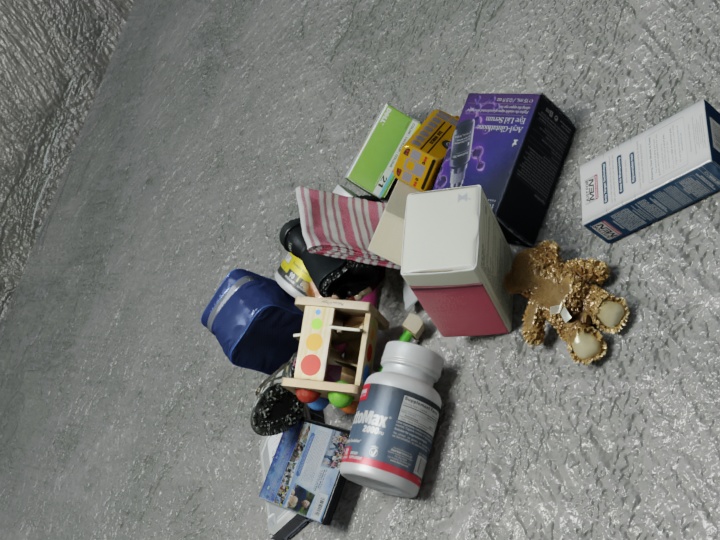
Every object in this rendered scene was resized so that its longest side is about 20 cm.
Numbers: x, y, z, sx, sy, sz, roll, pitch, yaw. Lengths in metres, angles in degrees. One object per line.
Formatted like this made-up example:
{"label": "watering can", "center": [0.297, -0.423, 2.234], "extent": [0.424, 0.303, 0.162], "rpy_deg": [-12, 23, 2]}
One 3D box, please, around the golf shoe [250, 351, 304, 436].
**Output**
{"label": "golf shoe", "center": [-0.137, 0.217, 1.806], "extent": [0.094, 0.078, 0.200], "rpy_deg": [-34, 8, 34]}

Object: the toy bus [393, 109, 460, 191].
{"label": "toy bus", "center": [0.123, -0.196, 1.743], "extent": [0.200, 0.077, 0.066], "rpy_deg": [-53, -13, -54]}

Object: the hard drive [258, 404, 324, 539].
{"label": "hard drive", "center": [-0.107, 0.323, 1.802], "extent": [0.140, 0.038, 0.202], "rpy_deg": [-44, 37, 26]}

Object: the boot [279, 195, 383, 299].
{"label": "boot", "center": [-0.012, -0.034, 1.754], "extent": [0.168, 0.197, 0.077], "rpy_deg": [47, 144, 42]}

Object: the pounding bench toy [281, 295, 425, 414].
{"label": "pounding bench toy", "center": [-0.004, 0.139, 1.697], "extent": [0.196, 0.124, 0.159], "rpy_deg": [4, 74, 17]}

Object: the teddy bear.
{"label": "teddy bear", "center": [0.276, 0.043, 1.459], "extent": [0.199, 0.066, 0.147], "rpy_deg": [21, 93, 51]}

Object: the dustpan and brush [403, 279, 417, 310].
{"label": "dustpan and brush", "center": [0.118, -0.046, 1.756], "extent": [0.140, 0.056, 0.203], "rpy_deg": [-44, 42, 44]}

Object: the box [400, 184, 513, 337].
{"label": "box", "center": [0.138, -0.008, 1.526], "extent": [0.107, 0.200, 0.130], "rpy_deg": [-5, 60, 21]}

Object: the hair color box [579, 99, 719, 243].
{"label": "hair color box", "center": [0.380, -0.125, 1.425], "extent": [0.199, 0.060, 0.102], "rpy_deg": [-28, 45, 41]}

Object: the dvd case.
{"label": "dvd case", "center": [-0.081, 0.308, 1.724], "extent": [0.199, 0.017, 0.145], "rpy_deg": [3, 68, 56]}

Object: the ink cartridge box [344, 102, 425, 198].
{"label": "ink cartridge box", "center": [0.041, -0.205, 1.877], "extent": [0.149, 0.075, 0.200], "rpy_deg": [-61, 4, 2]}

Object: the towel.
{"label": "towel", "center": [-0.002, -0.069, 1.710], "extent": [0.148, 0.197, 0.030], "rpy_deg": [-106, 34, -46]}

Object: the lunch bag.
{"label": "lunch bag", "center": [-0.170, 0.088, 1.928], "extent": [0.137, 0.199, 0.132], "rpy_deg": [-52, 52, 10]}

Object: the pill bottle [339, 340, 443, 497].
{"label": "pill bottle", "center": [0.051, 0.212, 1.585], "extent": [0.119, 0.119, 0.203], "rpy_deg": [-7, 60, 52]}

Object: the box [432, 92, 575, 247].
{"label": "box", "center": [0.208, -0.151, 1.633], "extent": [0.147, 0.104, 0.203], "rpy_deg": [8, 73, 47]}

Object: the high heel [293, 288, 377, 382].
{"label": "high heel", "center": [-0.041, 0.089, 1.827], "extent": [0.067, 0.095, 0.203], "rpy_deg": [14, 78, 57]}

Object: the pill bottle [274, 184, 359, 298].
{"label": "pill bottle", "center": [-0.054, -0.041, 1.927], "extent": [0.202, 0.113, 0.114], "rpy_deg": [-57, 32, 8]}

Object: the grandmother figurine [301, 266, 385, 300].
{"label": "grandmother figurine", "center": [0.000, 0.000, 1.827], "extent": [0.197, 0.061, 0.123], "rpy_deg": [-26, 57, 12]}

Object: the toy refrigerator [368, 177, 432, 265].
{"label": "toy refrigerator", "center": [0.075, -0.094, 1.702], "extent": [0.201, 0.069, 0.077], "rpy_deg": [-66, 0, -58]}
